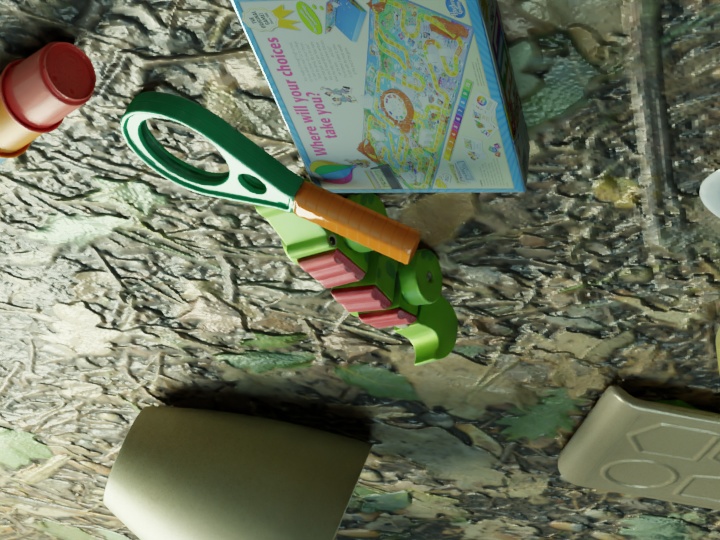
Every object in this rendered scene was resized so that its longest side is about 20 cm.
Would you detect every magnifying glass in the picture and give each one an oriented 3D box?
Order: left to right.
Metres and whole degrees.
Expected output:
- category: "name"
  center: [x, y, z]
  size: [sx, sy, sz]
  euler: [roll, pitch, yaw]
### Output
- category: "magnifying glass"
  center: [-0.056, -0.055, 0.994]
  size: [0.199, 0.022, 0.080]
  euler: [26, 153, 7]

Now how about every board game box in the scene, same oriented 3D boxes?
- category: "board game box"
  center: [0.017, -0.110, 0.912]
  size: [0.133, 0.035, 0.200]
  euler: [1, 152, 14]

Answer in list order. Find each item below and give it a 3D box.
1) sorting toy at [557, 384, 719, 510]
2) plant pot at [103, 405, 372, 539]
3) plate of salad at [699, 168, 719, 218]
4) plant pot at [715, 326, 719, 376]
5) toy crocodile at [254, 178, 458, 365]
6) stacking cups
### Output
- category: "sorting toy"
  center: [0.279, 0.152, 1.341]
  size: [0.198, 0.037, 0.185]
  euler: [15, 152, -2]
- category: "plant pot"
  center: [-0.115, 0.199, 1.408]
  size: [0.199, 0.188, 0.188]
  euler: [23, 152, 2]
- category: "plate of salad"
  center: [0.297, -0.027, 0.941]
  size: [0.198, 0.049, 0.200]
  euler: [8, 167, 2]
- category: "plant pot"
  center: [0.347, 0.115, 1.129]
  size: [0.198, 0.143, 0.200]
  euler: [7, 152, 4]
- category: "toy crocodile"
  center: [0.000, 0.000, 1.094]
  size: [0.067, 0.062, 0.200]
  euler: [-10, 147, 31]
- category: "stacking cups"
  center: [-0.236, -0.091, 1.007]
  size: [0.060, 0.061, 0.199]
  euler: [29, 141, -35]
